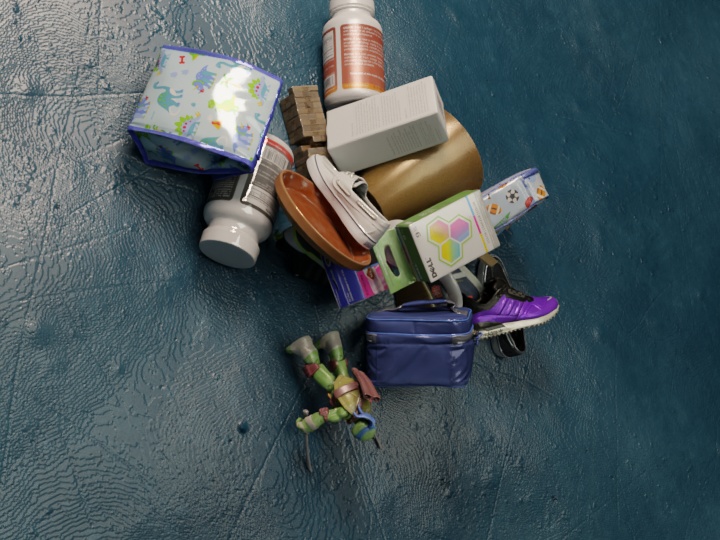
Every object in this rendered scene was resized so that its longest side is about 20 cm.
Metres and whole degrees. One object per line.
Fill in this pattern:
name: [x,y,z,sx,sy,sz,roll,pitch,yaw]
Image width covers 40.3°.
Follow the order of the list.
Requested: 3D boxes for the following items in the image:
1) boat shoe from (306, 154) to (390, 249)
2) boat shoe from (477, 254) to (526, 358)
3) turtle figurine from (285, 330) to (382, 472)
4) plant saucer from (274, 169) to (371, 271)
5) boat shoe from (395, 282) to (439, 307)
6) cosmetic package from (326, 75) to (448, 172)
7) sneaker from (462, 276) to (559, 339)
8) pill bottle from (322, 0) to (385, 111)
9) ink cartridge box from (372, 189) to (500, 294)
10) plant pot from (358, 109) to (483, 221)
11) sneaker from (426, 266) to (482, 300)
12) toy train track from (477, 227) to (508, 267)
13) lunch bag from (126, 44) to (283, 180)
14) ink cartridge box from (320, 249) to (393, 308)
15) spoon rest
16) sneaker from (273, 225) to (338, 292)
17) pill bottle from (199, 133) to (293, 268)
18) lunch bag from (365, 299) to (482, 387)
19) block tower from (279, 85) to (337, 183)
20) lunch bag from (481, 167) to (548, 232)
boat shoe: [-0.016,-0.127,1.614,0.201,0.065,0.073,54,17,23]
boat shoe: [0.276,0.064,1.870,0.071,0.068,0.202,-1,79,-34]
turtle figurine: [-0.053,0.212,1.612,0.143,0.200,0.195,-21,69,-13]
plant saucer: [-0.063,-0.075,1.546,0.200,0.032,0.201,42,17,-16]
boat shoe: [0.124,0.097,1.767,0.065,0.073,0.202,-1,67,-61]
cosmetic package: [0.045,-0.247,1.683,0.071,0.198,0.102,60,20,-45]
sneaker: [0.272,0.058,1.792,0.198,0.069,0.101,-14,96,-20]
pill bottle: [-0.013,-0.386,1.764,0.111,0.112,0.202,6,75,-32]
ink cartridge box: [0.126,-0.048,1.642,0.199,0.059,0.105,-27,102,-18]
plant pot: [0.086,-0.163,1.748,0.199,0.186,0.187,-37,99,-23]
sneaker: [0.141,0.010,1.790,0.200,0.075,0.085,40,55,-20]
toy train track: [0.232,-0.055,1.890,0.114,0.033,0.199,40,46,17]
lunch bag: [-0.234,-0.242,1.533,0.198,0.128,0.172,10,67,13]
ink cartridge box: [0.000,0.000,1.669,0.200,0.037,0.096,-20,90,-64]
spoon rest: [0.107,-0.009,1.711,0.200,0.099,0.061,49,44,-11]
sneaker: [-0.077,-0.015,1.661,0.200,0.082,0.072,51,30,-40]
pill bottle: [-0.186,-0.115,1.579,0.115,0.115,0.202,27,65,-25]
lunch bag: [0.106,0.117,1.646,0.136,0.197,0.134,-38,126,-77]
block tower: [-0.086,-0.217,1.708,0.054,0.058,0.202,-10,86,-35]
lunch bag: [0.237,-0.113,1.780,0.199,0.160,0.076,-28,93,0]
